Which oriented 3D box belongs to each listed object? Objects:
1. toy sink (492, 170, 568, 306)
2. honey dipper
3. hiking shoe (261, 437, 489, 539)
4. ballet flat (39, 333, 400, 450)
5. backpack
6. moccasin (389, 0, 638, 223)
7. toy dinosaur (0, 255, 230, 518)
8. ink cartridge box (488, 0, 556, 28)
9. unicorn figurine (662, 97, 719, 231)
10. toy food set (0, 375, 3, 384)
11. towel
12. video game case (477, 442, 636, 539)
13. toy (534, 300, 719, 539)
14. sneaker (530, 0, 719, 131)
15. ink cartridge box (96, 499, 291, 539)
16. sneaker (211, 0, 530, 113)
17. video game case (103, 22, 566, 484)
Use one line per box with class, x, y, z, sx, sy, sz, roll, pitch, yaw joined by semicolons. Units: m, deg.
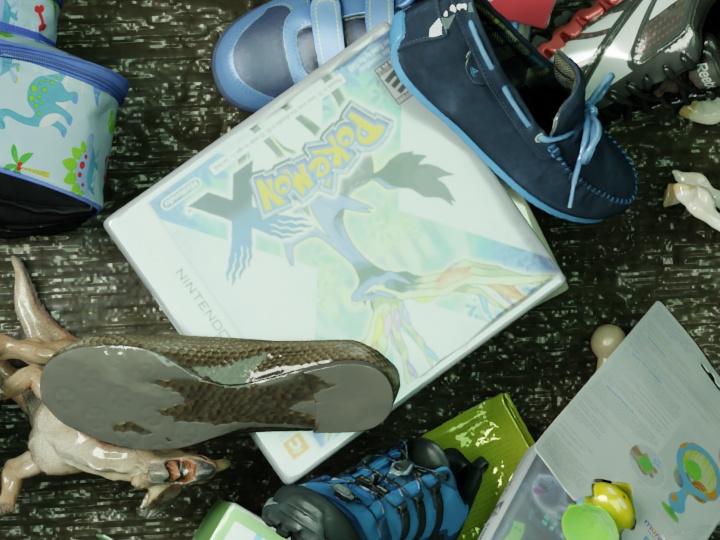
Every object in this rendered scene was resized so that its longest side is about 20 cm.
toy sink;0.000;0.000;1.632;0.199;0.112;0.131;-27;90;-9
honey dipper;0.140;0.132;1.683;0.038;0.038;0.201;6;83;-7
hiking shoe;0.008;0.128;1.574;0.074;0.200;0.087;33;95;21
ballet flat;-0.077;0.060;1.524;0.199;0.046;0.068;-2;117;5
backpack;-0.235;-0.101;1.572;0.199;0.183;0.148;15;82;-18
moccasin;0.101;-0.089;1.565;0.200;0.068;0.081;31;42;-40
toy dinosaur;-0.157;0.079;1.611;0.135;0.086;0.201;-4;43;-16
ink cartridge box;0.029;-0.239;1.627;0.199;0.083;0.147;14;43;-7
unicorn figurine;0.257;-0.050;1.687;0.137;0.074;0.201;14;88;-2
toy food set;-0.308;0.075;1.567;0.200;0.060;0.144;30;81;39
towel;0.097;0.180;1.656;0.086;0.018;0.201;-28;79;4
video game case;0.142;0.225;1.605;0.200;0.023;0.182;37;55;-7
toy;0.167;0.111;1.642;0.047;0.200;0.115;-38;93;34
sneaker;0.166;-0.125;1.654;0.200;0.071;0.098;-45;62;3
ink cartridge box;-0.054;0.182;1.619;0.199;0.104;0.060;31;83;-4
sneaker;0.009;-0.140;1.655;0.199;0.082;0.074;-11;91;-7
video game case;-0.013;-0.010;1.563;0.200;0.022;0.183;-36;92;-8
